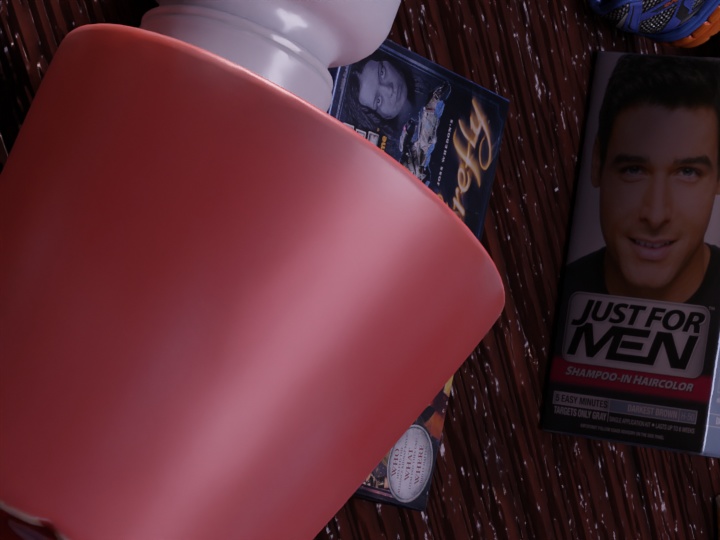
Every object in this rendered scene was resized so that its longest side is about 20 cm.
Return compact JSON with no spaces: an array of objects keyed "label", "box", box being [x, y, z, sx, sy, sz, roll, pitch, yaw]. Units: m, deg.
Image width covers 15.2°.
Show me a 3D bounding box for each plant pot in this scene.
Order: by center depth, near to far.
[{"label":"plant pot","box":[-0.073,0.034,1.020,0.177,0.200,0.200,-58,138,-15]}]

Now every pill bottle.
[{"label":"pill bottle","box":[-0.027,-0.152,1.099,0.112,0.112,0.200,39,66,-49]}]

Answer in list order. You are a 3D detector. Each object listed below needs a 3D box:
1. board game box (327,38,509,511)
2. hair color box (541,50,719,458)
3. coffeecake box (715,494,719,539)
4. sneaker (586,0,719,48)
[{"label":"board game box","box":[0.000,0.000,1.222,0.135,0.035,0.200,20,79,-52]},{"label":"hair color box","box":[0.162,-0.008,1.383,0.061,0.099,0.200,13,85,-52]},{"label":"coffeecake box","box":[0.283,0.210,1.600,0.153,0.073,0.200,-22,112,-49]},{"label":"sneaker","box":[0.175,-0.196,1.348,0.078,0.075,0.200,-7,129,-43]}]
